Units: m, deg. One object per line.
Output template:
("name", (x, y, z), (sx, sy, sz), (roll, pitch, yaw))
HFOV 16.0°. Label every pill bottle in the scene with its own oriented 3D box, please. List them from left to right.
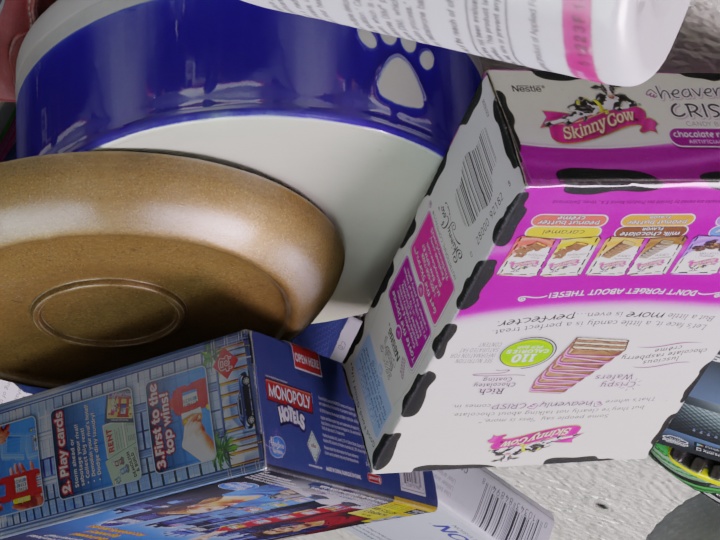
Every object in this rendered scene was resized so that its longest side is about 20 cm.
("pill bottle", (0.012, -0.136, 0.856), (0.199, 0.114, 0.113), (14, 159, 17))

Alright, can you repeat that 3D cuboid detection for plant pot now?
("plant pot", (-0.106, 0.009, 1.075), (0.199, 0.028, 0.200), (-2, 154, -1))

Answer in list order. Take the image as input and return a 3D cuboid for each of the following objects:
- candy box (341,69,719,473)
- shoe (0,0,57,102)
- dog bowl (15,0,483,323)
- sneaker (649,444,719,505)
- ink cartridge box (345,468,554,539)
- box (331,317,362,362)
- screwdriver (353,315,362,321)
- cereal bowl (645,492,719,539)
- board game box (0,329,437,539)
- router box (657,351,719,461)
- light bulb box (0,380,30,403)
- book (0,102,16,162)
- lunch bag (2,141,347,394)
("candy box", (0.087, 0.003, 1.051), (0.136, 0.061, 0.200), (-1, 143, -22))
("shoe", (-0.126, -0.115, 1.111), (0.091, 0.072, 0.200), (18, 163, -6))
("dog bowl", (-0.045, -0.051, 1.079), (0.199, 0.079, 0.200), (-3, 154, -1))
("sneaker", (0.238, 0.104, 1.327), (0.199, 0.078, 0.085), (27, 169, 2))
("ink cartridge box", (-0.020, 0.111, 1.497), (0.200, 0.043, 0.196), (0, 153, 46))
("box", (-0.047, 0.049, 1.478), (0.200, 0.041, 0.156), (28, 161, -21))
("screwdriver", (0.000, 0.000, 1.341), (0.029, 0.028, 0.200), (-7, 165, -11))
("cereal bowl", (0.239, 0.175, 1.365), (0.199, 0.200, 0.084), (15, 124, 13))
("board game box", (-0.094, 0.089, 1.149), (0.199, 0.062, 0.200), (-12, 165, 20))
("router box", (0.140, 0.028, 1.221), (0.199, 0.062, 0.150), (15, 158, 13))
("light bulb box", (-0.281, 0.034, 1.545), (0.198, 0.125, 0.200), (-1, 152, 42))
("book", (-0.216, -0.017, 1.341), (0.048, 0.134, 0.200), (31, 160, 9))
("lunch bag", (-0.112, 0.007, 1.266), (0.199, 0.133, 0.136), (14, 151, 32))
